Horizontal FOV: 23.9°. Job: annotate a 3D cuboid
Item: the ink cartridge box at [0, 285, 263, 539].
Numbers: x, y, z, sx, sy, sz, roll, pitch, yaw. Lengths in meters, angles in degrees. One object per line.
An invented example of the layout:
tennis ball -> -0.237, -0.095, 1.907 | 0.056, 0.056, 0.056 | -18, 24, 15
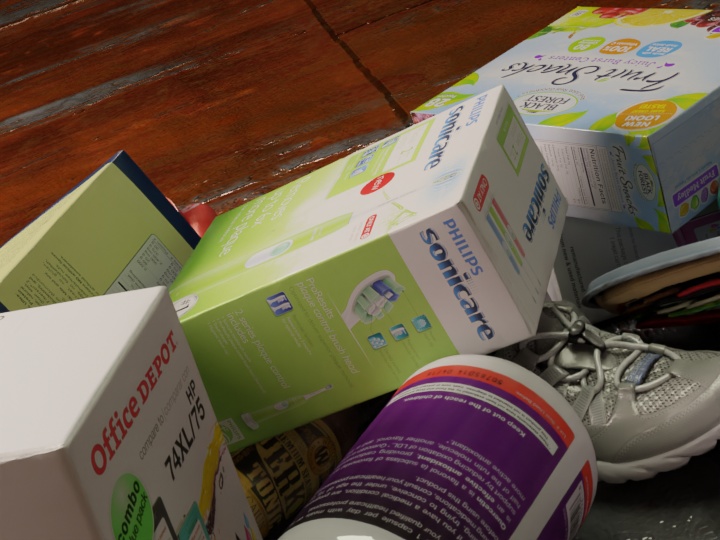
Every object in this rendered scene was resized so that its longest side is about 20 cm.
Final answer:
ink cartridge box -> -0.141, 0.136, 0.785 | 0.145, 0.201, 0.147 | -11, 24, 17

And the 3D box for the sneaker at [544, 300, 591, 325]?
sneaker -> 0.041, 0.033, 1.029 | 0.199, 0.082, 0.075 | -4, 27, 31

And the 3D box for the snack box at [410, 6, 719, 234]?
snack box -> 0.159, -0.098, 1.037 | 0.168, 0.068, 0.200 | -34, 26, -30

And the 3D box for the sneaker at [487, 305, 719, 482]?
sneaker -> 0.110, 0.058, 0.892 | 0.199, 0.082, 0.075 | -5, 28, 38

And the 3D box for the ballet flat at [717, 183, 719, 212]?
ballet flat -> 0.292, -0.054, 0.981 | 0.199, 0.076, 0.064 | -10, 10, -37

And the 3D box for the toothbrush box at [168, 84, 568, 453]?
toothbrush box -> 0.000, 0.000, 0.918 | 0.199, 0.086, 0.146 | -21, 21, 25

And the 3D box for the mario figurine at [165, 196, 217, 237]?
mario figurine -> -0.185, 0.008, 1.221 | 0.123, 0.106, 0.200 | 39, 63, 24

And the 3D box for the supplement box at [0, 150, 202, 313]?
supplement box -> -0.192, 0.071, 0.973 | 0.200, 0.134, 0.200 | -35, 14, 29

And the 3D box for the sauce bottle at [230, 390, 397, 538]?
sauce bottle -> -0.049, 0.105, 0.958 | 0.065, 0.065, 0.200 | 7, 36, 46

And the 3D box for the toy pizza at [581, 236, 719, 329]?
toy pizza -> 0.221, 0.004, 0.939 | 0.199, 0.032, 0.200 | -11, -9, -2

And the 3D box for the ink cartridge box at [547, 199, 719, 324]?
ink cartridge box -> 0.204, -0.053, 1.096 | 0.199, 0.085, 0.145 | -17, 23, 1

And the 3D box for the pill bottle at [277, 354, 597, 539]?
pill bottle -> 0.026, 0.132, 0.779 | 0.112, 0.113, 0.200 | -3, 27, 33
